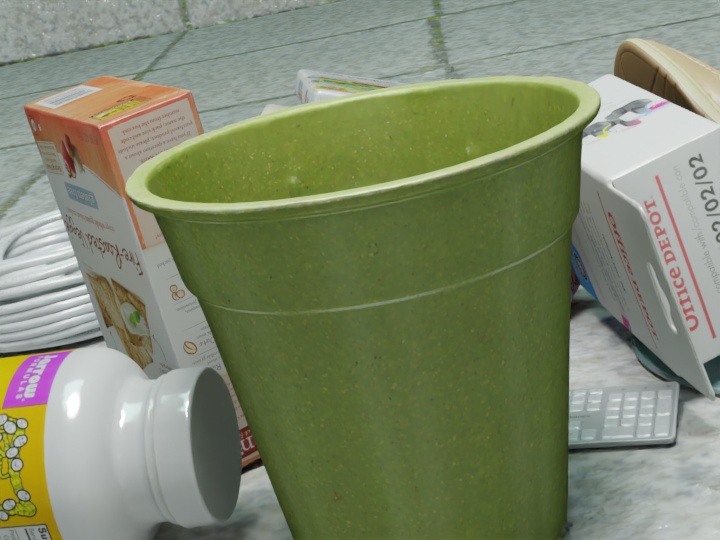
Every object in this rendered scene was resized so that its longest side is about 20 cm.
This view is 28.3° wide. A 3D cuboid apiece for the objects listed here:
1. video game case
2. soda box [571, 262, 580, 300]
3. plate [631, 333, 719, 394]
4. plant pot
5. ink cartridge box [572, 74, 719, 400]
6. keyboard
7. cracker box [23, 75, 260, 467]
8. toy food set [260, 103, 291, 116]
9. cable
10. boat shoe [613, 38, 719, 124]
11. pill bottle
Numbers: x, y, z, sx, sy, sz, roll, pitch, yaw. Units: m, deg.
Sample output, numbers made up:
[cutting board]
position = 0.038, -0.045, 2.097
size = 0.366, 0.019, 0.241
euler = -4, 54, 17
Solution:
[video game case]
position = 0.057, -0.111, 1.004
size = 0.198, 0.023, 0.182
euler = 8, 11, -8
[soda box]
position = 0.051, -0.016, 0.935
size = 0.199, 0.064, 0.070
euler = 6, 53, 43
[plate]
position = 0.249, 0.020, 0.794
size = 0.198, 0.026, 0.200
euler = -10, 17, 3
[plant pot]
position = 0.017, 0.032, 0.618
size = 0.198, 0.192, 0.200
euler = -10, 17, 3
[ink cartridge box]
position = 0.158, -0.025, 0.762
size = 0.067, 0.116, 0.200
euler = -26, 20, -2
[keyboard]
position = 0.065, 0.080, 0.743
size = 0.198, 0.011, 0.056
euler = -6, 17, 18
[cracker box]
position = -0.111, 0.000, 0.784
size = 0.057, 0.202, 0.134
euler = -25, 21, -23
[toy food set]
position = 0.012, -0.072, 1.065
size = 0.142, 0.061, 0.200
euler = 10, -1, 11
[cable]
position = -0.227, 0.001, 1.094
size = 0.199, 0.070, 0.199
euler = -26, 22, -39
[boat shoe]
position = 0.230, -0.078, 0.860
size = 0.064, 0.072, 0.200
euler = -24, 53, -21
[pill bottle]
position = -0.162, 0.093, 0.686
size = 0.198, 0.105, 0.104
euler = -8, 17, 12
